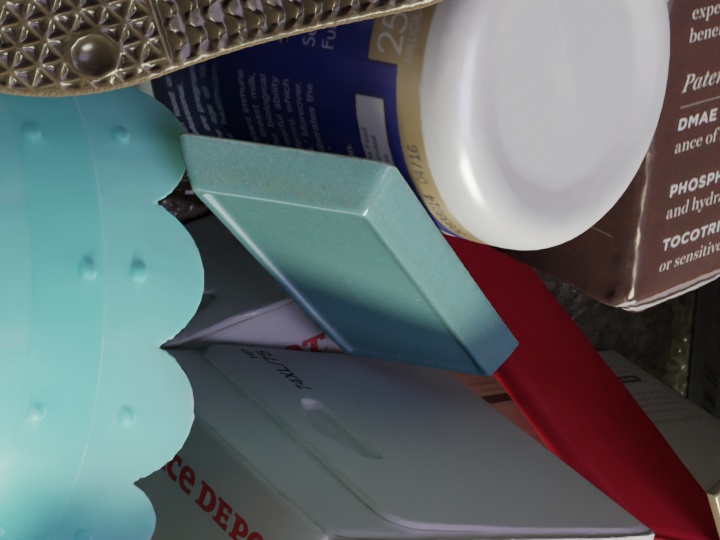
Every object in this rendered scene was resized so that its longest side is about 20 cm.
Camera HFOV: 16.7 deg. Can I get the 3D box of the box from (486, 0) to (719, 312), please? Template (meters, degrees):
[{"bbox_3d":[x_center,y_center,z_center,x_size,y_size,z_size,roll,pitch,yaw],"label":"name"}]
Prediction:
[{"bbox_3d":[0.105,-0.121,0.912,0.164,0.166,0.201,-19,124,-38],"label":"box"}]

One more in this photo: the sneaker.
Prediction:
[{"bbox_3d":[-0.054,-0.100,0.726,0.199,0.076,0.071,-4,116,1],"label":"sneaker"}]

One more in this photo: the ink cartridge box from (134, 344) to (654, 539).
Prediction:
[{"bbox_3d":[-0.019,0.147,0.870,0.146,0.147,0.201,4,111,-37],"label":"ink cartridge box"}]

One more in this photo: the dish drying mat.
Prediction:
[{"bbox_3d":[0.080,0.048,0.975,0.077,0.200,0.018,17,118,-43],"label":"dish drying mat"}]

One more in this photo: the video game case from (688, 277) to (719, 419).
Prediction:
[{"bbox_3d":[0.197,0.052,1.078,0.023,0.182,0.201,-8,119,-17],"label":"video game case"}]

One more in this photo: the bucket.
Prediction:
[{"bbox_3d":[-0.157,0.011,0.774,0.134,0.207,0.208,5,110,-37],"label":"bucket"}]

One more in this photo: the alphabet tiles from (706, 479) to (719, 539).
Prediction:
[{"bbox_3d":[0.217,0.118,0.979,0.167,0.008,0.200,-36,124,-25],"label":"alphabet tiles"}]

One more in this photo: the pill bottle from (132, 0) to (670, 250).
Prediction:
[{"bbox_3d":[-0.006,-0.080,0.826,0.116,0.200,0.116,-17,113,-45],"label":"pill bottle"}]

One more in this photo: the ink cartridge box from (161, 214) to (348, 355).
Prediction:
[{"bbox_3d":[-0.077,0.093,0.955,0.144,0.084,0.201,-21,125,-27],"label":"ink cartridge box"}]

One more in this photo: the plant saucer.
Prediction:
[{"bbox_3d":[0.000,0.000,0.809,0.200,0.070,0.019,52,49,-67],"label":"plant saucer"}]

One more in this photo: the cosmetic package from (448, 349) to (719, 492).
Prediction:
[{"bbox_3d":[0.111,0.169,1.062,0.123,0.200,0.200,-5,117,-36],"label":"cosmetic package"}]
